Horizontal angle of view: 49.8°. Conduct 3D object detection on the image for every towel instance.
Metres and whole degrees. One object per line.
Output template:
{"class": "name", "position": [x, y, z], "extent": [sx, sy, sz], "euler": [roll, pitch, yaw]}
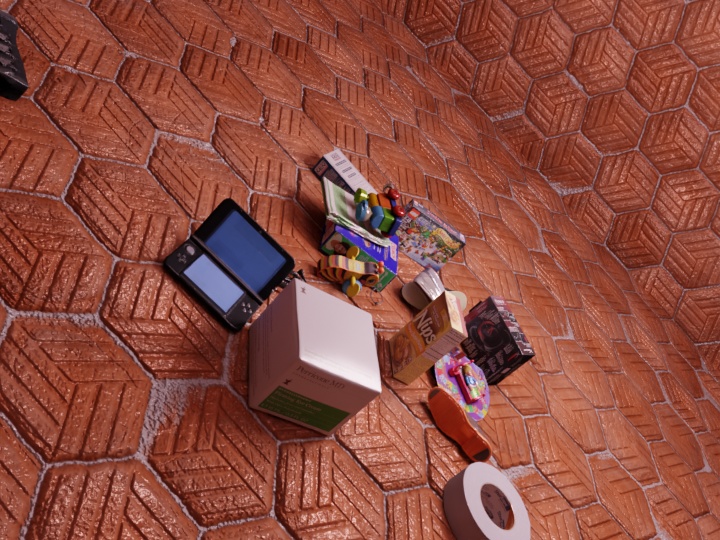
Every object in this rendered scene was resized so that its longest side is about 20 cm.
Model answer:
{"class": "towel", "position": [-0.013, -0.144, 1.928], "extent": [0.198, 0.023, 0.154], "euler": [26, 33, -31]}

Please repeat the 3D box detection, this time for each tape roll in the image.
{"class": "tape roll", "position": [0.267, 0.510, 1.629], "extent": [0.198, 0.066, 0.202], "euler": [31, 34, -23]}

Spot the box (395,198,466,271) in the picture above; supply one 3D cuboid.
{"class": "box", "position": [0.175, -0.091, 2.138], "extent": [0.198, 0.137, 0.038], "euler": [32, 33, -22]}

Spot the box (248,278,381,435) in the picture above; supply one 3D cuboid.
{"class": "box", "position": [-0.090, 0.166, 1.473], "extent": [0.197, 0.171, 0.202], "euler": [26, 36, -30]}

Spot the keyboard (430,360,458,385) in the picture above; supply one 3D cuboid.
{"class": "keyboard", "position": [0.207, 0.195, 1.943], "extent": [0.103, 0.040, 0.203], "euler": [23, 39, -33]}

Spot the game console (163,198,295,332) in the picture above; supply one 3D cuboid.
{"class": "game console", "position": [-0.255, -0.013, 1.529], "extent": [0.200, 0.116, 0.176], "euler": [43, 30, -5]}

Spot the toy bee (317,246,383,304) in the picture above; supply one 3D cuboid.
{"class": "toy bee", "position": [0.000, 0.000, 1.832], "extent": [0.197, 0.108, 0.133], "euler": [2, 60, -43]}

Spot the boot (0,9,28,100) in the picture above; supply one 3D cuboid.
{"class": "boot", "position": [-0.727, -0.431, 1.481], "extent": [0.163, 0.065, 0.203], "euler": [11, 50, -43]}

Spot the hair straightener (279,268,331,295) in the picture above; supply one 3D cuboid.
{"class": "hair straightener", "position": [-0.147, 0.028, 1.703], "extent": [0.197, 0.041, 0.078], "euler": [26, 36, -24]}

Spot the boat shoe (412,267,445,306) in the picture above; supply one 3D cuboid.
{"class": "boat shoe", "position": [0.197, 0.095, 1.979], "extent": [0.069, 0.071, 0.202], "euler": [-32, 101, -17]}

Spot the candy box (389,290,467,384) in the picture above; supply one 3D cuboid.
{"class": "candy box", "position": [0.151, 0.154, 1.762], "extent": [0.055, 0.200, 0.117], "euler": [28, 34, -28]}

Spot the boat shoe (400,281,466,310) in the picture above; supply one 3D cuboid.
{"class": "boat shoe", "position": [0.184, 0.071, 2.042], "extent": [0.198, 0.063, 0.075], "euler": [11, 86, -29]}

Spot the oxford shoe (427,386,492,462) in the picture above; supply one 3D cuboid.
{"class": "oxford shoe", "position": [0.224, 0.349, 1.776], "extent": [0.201, 0.071, 0.073], "euler": [53, 11, 2]}

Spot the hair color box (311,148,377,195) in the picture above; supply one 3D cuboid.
{"class": "hair color box", "position": [-0.032, -0.230, 2.114], "extent": [0.201, 0.060, 0.100], "euler": [49, 30, 2]}

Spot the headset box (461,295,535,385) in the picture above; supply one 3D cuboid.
{"class": "headset box", "position": [0.343, 0.175, 2.029], "extent": [0.074, 0.149, 0.202], "euler": [7, 48, -48]}

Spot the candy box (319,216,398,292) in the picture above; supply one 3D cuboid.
{"class": "candy box", "position": [0.001, -0.069, 1.953], "extent": [0.198, 0.077, 0.170], "euler": [34, 31, -18]}

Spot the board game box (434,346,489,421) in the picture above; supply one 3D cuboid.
{"class": "board game box", "position": [0.262, 0.267, 1.891], "extent": [0.199, 0.039, 0.160], "euler": [38, 42, -23]}

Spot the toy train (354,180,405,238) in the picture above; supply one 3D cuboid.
{"class": "toy train", "position": [0.034, -0.178, 1.943], "extent": [0.114, 0.085, 0.202], "euler": [16, 37, -23]}
